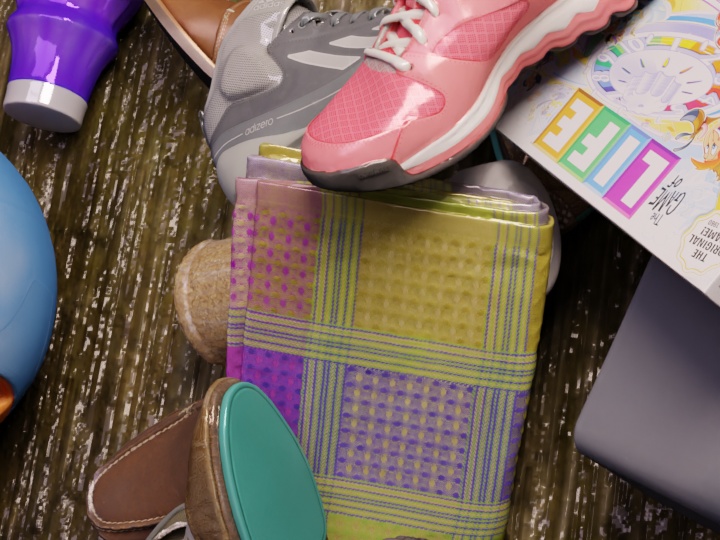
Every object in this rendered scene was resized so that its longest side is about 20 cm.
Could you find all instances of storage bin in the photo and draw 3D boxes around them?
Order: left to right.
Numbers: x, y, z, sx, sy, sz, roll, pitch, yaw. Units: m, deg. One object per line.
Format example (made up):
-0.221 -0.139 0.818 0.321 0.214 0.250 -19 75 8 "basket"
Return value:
0.182 0.033 0.816 0.134 0.145 0.201 18 80 42 "storage bin"

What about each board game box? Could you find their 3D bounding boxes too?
0.143 -0.076 0.805 0.135 0.034 0.200 -52 34 5 "board game box"

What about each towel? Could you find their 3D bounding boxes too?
0.009 0.046 0.872 0.142 0.023 0.202 8 115 8 "towel"

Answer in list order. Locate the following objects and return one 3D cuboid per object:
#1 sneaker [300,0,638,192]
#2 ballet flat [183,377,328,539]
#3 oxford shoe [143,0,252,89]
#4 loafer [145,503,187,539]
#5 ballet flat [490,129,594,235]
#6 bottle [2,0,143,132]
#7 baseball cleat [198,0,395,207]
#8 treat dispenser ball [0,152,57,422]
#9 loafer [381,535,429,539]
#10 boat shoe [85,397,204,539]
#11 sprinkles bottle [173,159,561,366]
0.041 -0.117 0.817 0.200 0.087 0.074 -41 32 -12 "sneaker"
-0.039 0.145 0.882 0.072 0.201 0.068 -18 18 38 "ballet flat"
-0.054 -0.118 1.038 0.071 0.071 0.200 -45 68 0 "oxford shoe"
-0.104 0.209 0.922 0.075 0.070 0.201 23 89 1 "loafer"
0.083 -0.112 0.964 0.065 0.071 0.201 -22 70 9 "ballet flat"
-0.162 -0.182 1.117 0.083 0.065 0.202 3 73 29 "bottle"
-0.003 -0.111 0.929 0.199 0.070 0.107 -33 67 20 "baseball cleat"
-0.261 0.009 1.016 0.199 0.201 0.203 -10 67 24 "treat dispenser ball"
0.078 0.185 0.833 0.199 0.073 0.071 32 93 24 "loafer"
-0.062 0.082 0.956 0.201 0.075 0.075 -26 61 18 "boat shoe"
0.000 0.000 0.936 0.199 0.068 0.069 -14 64 37 "sprinkles bottle"
